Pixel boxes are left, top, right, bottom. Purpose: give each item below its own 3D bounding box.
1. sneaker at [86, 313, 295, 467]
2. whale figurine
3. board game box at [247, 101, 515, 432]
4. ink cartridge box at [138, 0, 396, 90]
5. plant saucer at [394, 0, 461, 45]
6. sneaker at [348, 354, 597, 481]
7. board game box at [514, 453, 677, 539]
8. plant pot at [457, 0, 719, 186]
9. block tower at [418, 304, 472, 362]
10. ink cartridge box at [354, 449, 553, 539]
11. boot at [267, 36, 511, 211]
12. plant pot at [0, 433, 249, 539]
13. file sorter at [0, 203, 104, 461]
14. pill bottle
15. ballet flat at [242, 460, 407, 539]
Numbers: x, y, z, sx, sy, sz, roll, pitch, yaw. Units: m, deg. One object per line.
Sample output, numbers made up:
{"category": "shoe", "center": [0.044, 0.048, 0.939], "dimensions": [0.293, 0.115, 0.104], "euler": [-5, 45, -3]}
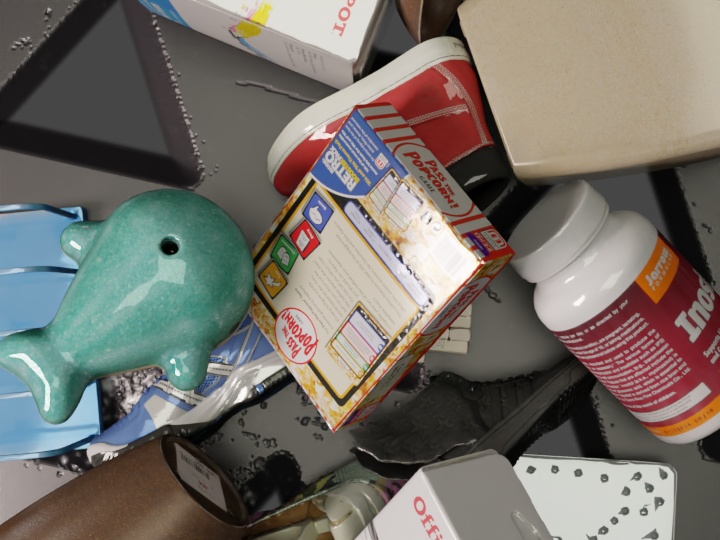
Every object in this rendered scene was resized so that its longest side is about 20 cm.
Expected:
{"category": "sneaker", "center": [-0.137, 0.095, 0.963], "dimensions": [0.199, 0.076, 0.077], "euler": [-31, 81, -10]}
{"category": "whale figurine", "center": [-0.169, 0.021, 0.865], "dimensions": [0.199, 0.104, 0.159], "euler": [-36, 80, -21]}
{"category": "board game box", "center": [0.000, 0.000, 0.883], "dimensions": [0.152, 0.046, 0.200], "euler": [52, 125, 17]}
{"category": "ink cartridge box", "center": [-0.064, -0.250, 0.930], "dimensions": [0.198, 0.145, 0.149], "euler": [23, 89, 2]}
{"category": "plant saucer", "center": [0.069, -0.270, 0.901], "dimensions": [0.034, 0.200, 0.202], "euler": [21, 89, 9]}
{"category": "sneaker", "center": [0.095, 0.110, 0.951], "dimensions": [0.199, 0.060, 0.104], "euler": [-39, 59, -21]}
{"category": "board game box", "center": [0.153, 0.252, 0.968], "dimensions": [0.198, 0.026, 0.202], "euler": [3, 89, 1]}
{"category": "plant pot", "center": [0.182, -0.160, 0.904], "dimensions": [0.175, 0.200, 0.202], "euler": [-20, 88, 11]}
{"category": "block tower", "center": [0.068, -0.026, 0.965], "dimensions": [0.057, 0.054, 0.202], "euler": [5, 89, 3]}
{"category": "ink cartridge box", "center": [0.057, 0.249, 0.868], "dimensions": [0.200, 0.084, 0.145], "euler": [-54, 55, 38]}
{"category": "boot", "center": [0.018, -0.070, 0.918], "dimensions": [0.199, 0.072, 0.146], "euler": [-28, 71, 30]}
{"category": "plant pot", "center": [-0.185, 0.224, 0.888], "dimensions": [0.187, 0.187, 0.200], "euler": [45, 96, 2]}
{"category": "file sorter", "center": [-0.294, 0.052, 0.940], "dimensions": [0.137, 0.123, 0.202], "euler": [-5, 89, 2]}
{"category": "pill bottle", "center": [0.208, 0.029, 0.908], "dimensions": [0.200, 0.113, 0.113], "euler": [44, 90, -13]}
{"category": "ballet flat", "center": [-0.040, 0.210, 0.952], "dimensions": [0.198, 0.071, 0.070], "euler": [-23, 94, 1]}
